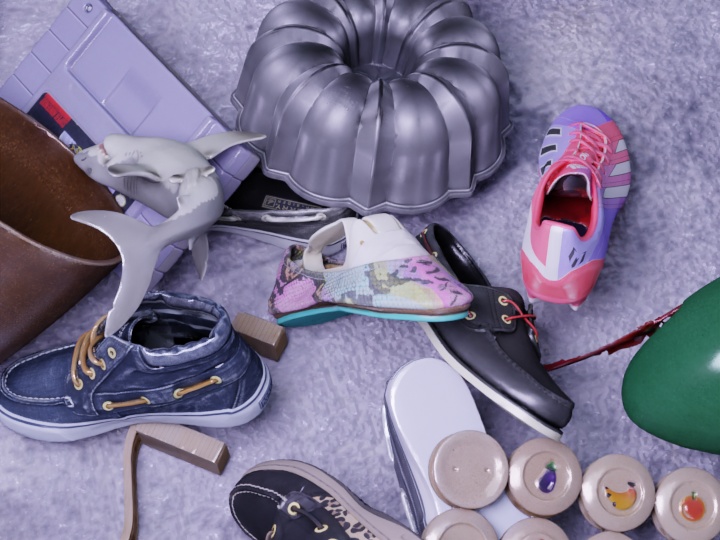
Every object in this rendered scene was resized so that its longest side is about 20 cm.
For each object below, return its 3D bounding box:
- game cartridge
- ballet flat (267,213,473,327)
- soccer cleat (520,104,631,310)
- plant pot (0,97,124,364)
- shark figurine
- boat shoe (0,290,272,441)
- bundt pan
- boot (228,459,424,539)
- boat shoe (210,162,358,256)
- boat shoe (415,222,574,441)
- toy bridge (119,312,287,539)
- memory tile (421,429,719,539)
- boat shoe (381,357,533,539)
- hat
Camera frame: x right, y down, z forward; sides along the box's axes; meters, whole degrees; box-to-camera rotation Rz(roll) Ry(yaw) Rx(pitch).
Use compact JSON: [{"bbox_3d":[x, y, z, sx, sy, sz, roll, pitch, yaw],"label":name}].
[{"bbox_3d":[-0.172,-0.091,1.442,0.130,0.038,0.200,-48,60,5],"label":"game cartridge"},{"bbox_3d":[0.000,0.000,1.359,0.069,0.200,0.071,-2,89,-32],"label":"ballet flat"},{"bbox_3d":[0.147,-0.059,1.411,0.067,0.077,0.200,11,43,8],"label":"soccer cleat"},{"bbox_3d":[-0.283,0.005,1.365,0.187,0.187,0.200,46,108,20],"label":"plant pot"},{"bbox_3d":[-0.115,-0.027,1.320,0.128,0.090,0.215,-7,22,-6],"label":"shark figurine"},{"bbox_3d":[-0.163,0.057,1.367,0.200,0.091,0.071,-5,51,18],"label":"boat shoe"},{"bbox_3d":[0.012,-0.135,1.445,0.201,0.076,0.202,5,46,-5],"label":"bundt pan"},{"bbox_3d":[-0.055,0.196,1.275,0.150,0.073,0.200,-31,36,-29],"label":"boot"},{"bbox_3d":[-0.099,-0.063,1.456,0.199,0.064,0.071,9,65,7],"label":"boat shoe"},{"bbox_3d":[0.081,0.037,1.360,0.063,0.074,0.201,-49,42,7],"label":"boat shoe"},{"bbox_3d":[-0.121,0.115,1.393,0.067,0.027,0.200,21,68,14],"label":"toy bridge"},{"bbox_3d":[0.134,0.186,1.313,0.199,0.017,0.154,10,78,-9],"label":"memory tile"},{"bbox_3d":[0.061,0.155,1.347,0.072,0.068,0.200,-22,85,-15],"label":"boat shoe"},{"bbox_3d":[0.176,0.067,1.316,0.176,0.200,0.166,-2,54,-13],"label":"hat"}]
